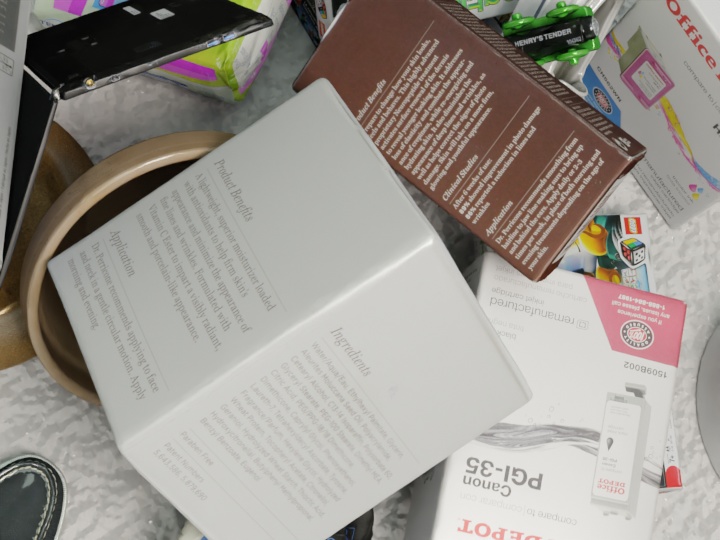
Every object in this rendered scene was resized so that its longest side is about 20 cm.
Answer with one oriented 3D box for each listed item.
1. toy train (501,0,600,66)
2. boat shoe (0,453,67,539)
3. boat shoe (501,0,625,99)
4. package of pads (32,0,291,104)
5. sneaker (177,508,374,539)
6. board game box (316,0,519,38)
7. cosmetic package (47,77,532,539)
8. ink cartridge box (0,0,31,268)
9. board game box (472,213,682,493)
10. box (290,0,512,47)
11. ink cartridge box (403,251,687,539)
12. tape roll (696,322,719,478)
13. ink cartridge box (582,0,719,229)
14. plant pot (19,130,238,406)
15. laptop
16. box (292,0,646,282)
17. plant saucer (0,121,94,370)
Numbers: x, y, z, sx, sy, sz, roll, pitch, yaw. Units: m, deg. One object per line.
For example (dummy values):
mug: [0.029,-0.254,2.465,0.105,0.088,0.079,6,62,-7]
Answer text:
toy train: [0.064,-0.139,0.956,0.199,0.056,0.042,-11,96,21]
boat shoe: [-0.247,0.200,0.879,0.075,0.060,0.200,30,71,-3]
boat shoe: [0.125,-0.130,0.993,0.065,0.073,0.201,34,114,24]
package of pads: [-0.114,-0.227,1.000,0.154,0.068,0.201,18,72,11]
sneaker: [-0.051,0.170,0.919,0.111,0.077,0.200,23,65,5]
board game box: [0.063,-0.236,0.990,0.199,0.035,0.127,-15,122,-15]
cosmetic package: [-0.040,0.034,0.828,0.200,0.165,0.165,-33,45,1]
ink cartridge box: [-0.272,-0.065,0.849,0.043,0.173,0.201,31,47,-44]
board game box: [0.151,0.060,1.015,0.126,0.035,0.201,-2,76,-12]
box: [0.065,-0.192,1.062,0.199,0.038,0.137,-28,83,-17]
ink cartridge box: [0.121,0.106,0.934,0.146,0.083,0.201,14,73,-7]
tape roll: [0.347,0.096,1.029,0.201,0.071,0.203,3,75,-12]
ink cartridge box: [0.244,-0.132,0.999,0.084,0.200,0.145,-33,84,-18]
plant pot: [-0.126,-0.013,0.922,0.200,0.201,0.093,-19,42,-16]
laptop: [-0.157,-0.087,0.861,0.199,0.177,0.104,-23,115,-16]
box: [0.068,-0.095,0.893,0.200,0.075,0.100,40,109,8]
plant saucer: [-0.265,-0.032,0.950,0.199,0.035,0.201,3,75,-11]
